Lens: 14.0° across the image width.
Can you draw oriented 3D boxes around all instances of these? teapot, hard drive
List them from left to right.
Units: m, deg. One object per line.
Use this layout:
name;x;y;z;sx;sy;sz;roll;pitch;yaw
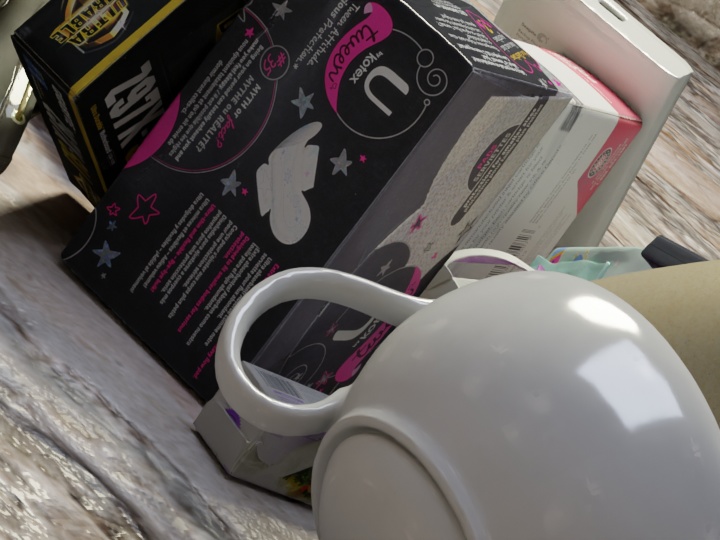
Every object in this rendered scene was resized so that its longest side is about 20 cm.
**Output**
teapot;0.045;0.099;1.179;0.146;0.198;0.200;-19;15;-30
hard drive;0.122;-0.091;1.892;0.132;0.200;0.026;42;41;20

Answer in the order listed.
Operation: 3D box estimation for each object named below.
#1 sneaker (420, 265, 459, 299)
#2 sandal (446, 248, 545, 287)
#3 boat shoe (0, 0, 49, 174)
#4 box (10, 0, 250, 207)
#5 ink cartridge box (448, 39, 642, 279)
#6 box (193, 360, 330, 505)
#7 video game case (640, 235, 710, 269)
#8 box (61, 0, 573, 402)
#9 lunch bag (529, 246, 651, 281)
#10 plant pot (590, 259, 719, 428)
sneaker;0.000;0.000;1.553;0.200;0.076;0.080;44;6;20
sandal;0.077;0.013;1.571;0.082;0.050;0.202;37;-15;-34
boat shoe;-0.175;-0.096;1.422;0.060;0.072;0.202;37;20;-7
box;-0.077;-0.110;1.375;0.049;0.160;0.200;46;-11;15
ink cartridge box;0.068;-0.065;1.764;0.083;0.147;0.200;42;14;22
box;0.011;0.093;1.332;0.200;0.039;0.041;24;21;-44
video game case;0.234;0.071;1.507;0.200;0.019;0.143;49;-5;-21
box;-0.017;-0.043;1.365;0.115;0.200;0.132;44;16;20
lunch bag;0.167;0.050;1.671;0.160;0.077;0.200;34;-10;-12
plant pot;0.175;0.069;1.346;0.187;0.200;0.188;48;29;-38
